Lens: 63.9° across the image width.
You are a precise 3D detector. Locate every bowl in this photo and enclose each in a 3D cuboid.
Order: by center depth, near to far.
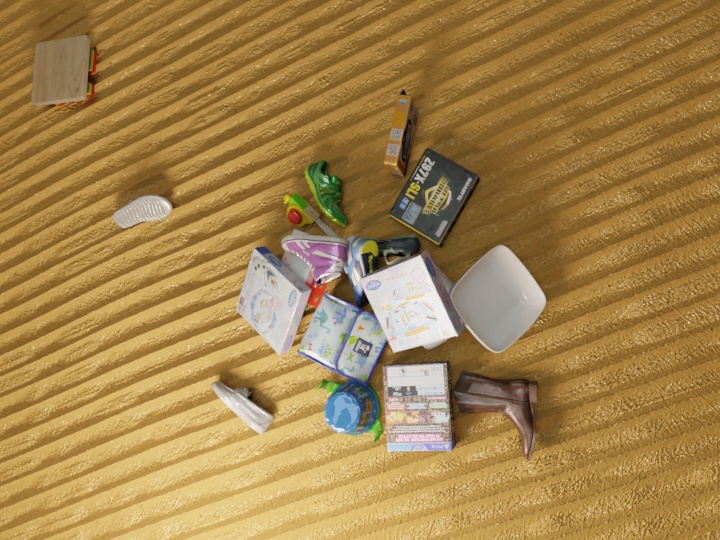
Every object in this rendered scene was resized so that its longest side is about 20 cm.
[{"bbox_3d":[0.313,0.068,1.362,0.200,0.075,0.201,-42,96,-11],"label":"bowl"}]

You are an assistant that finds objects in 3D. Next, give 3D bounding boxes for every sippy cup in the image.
[{"bbox_3d":[-0.028,0.344,1.427,0.174,0.130,0.143,1,83,15],"label":"sippy cup"}]

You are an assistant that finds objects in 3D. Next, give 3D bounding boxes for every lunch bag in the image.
[{"bbox_3d":[-0.037,0.173,1.461,0.197,0.127,0.173,26,87,6],"label":"lunch bag"}]

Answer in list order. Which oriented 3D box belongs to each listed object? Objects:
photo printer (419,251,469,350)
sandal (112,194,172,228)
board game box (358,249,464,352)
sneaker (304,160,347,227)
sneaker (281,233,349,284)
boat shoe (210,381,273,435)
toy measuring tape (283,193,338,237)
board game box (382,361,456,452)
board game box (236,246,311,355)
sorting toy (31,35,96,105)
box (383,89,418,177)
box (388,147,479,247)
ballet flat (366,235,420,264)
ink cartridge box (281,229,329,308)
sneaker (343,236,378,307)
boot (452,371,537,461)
[{"bbox_3d":[0.163,0.081,1.432,0.166,0.069,0.200,-45,81,6],"label":"photo printer"},{"bbox_3d":[-0.644,-0.185,1.706,0.198,0.083,0.050,-12,36,15],"label":"sandal"},{"bbox_3d":[0.116,0.077,1.351,0.198,0.041,0.203,-20,98,41],"label":"board game box"},{"bbox_3d":[-0.083,-0.210,1.543,0.083,0.074,0.203,-31,76,13],"label":"sneaker"},{"bbox_3d":[-0.125,-0.027,1.429,0.197,0.072,0.117,5,81,35],"label":"sneaker"},{"bbox_3d":[-0.314,0.351,1.542,0.198,0.072,0.069,34,71,23],"label":"boat shoe"},{"bbox_3d":[-0.138,-0.129,1.562,0.200,0.074,0.074,45,95,-2],"label":"toy measuring tape"},{"bbox_3d":[0.143,0.327,1.398,0.156,0.097,0.205,-5,82,15],"label":"board game box"},{"bbox_3d":[-0.230,0.077,1.501,0.198,0.043,0.203,40,122,29],"label":"board game box"},{"bbox_3d":[-0.935,-0.623,1.837,0.194,0.070,0.205,-2,83,15],"label":"sorting toy"},{"bbox_3d":[0.109,-0.354,1.486,0.041,0.119,0.204,13,87,16],"label":"box"},{"bbox_3d":[0.188,-0.187,1.480,0.158,0.049,0.202,32,92,19],"label":"box"},{"bbox_3d":[0.057,-0.049,1.484,0.195,0.073,0.075,-2,82,13],"label":"ballet flat"},{"bbox_3d":[-0.144,-0.009,1.494,0.199,0.056,0.165,22,89,58],"label":"ink cartridge box"},{"bbox_3d":[0.000,0.000,1.463,0.081,0.073,0.204,27,131,34],"label":"sneaker"},{"bbox_3d":[0.313,0.341,1.366,0.195,0.064,0.190,3,71,13],"label":"boot"}]
